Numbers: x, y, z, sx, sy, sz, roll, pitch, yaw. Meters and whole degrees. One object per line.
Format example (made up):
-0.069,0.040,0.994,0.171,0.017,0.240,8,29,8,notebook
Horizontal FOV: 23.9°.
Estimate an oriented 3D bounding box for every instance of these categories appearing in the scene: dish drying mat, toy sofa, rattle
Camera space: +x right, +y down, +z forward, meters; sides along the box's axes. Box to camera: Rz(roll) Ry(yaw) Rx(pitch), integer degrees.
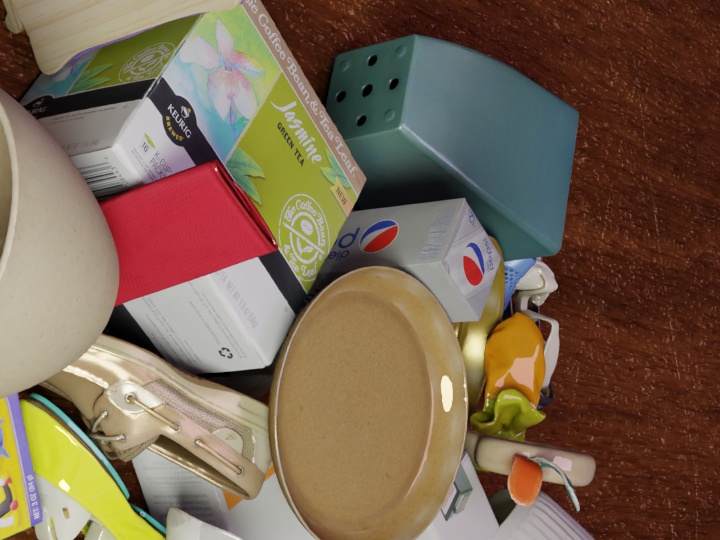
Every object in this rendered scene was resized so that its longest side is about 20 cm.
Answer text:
-0.155,-0.012,1.058,0.077,0.200,0.018,56,27,-33,dish drying mat
-0.141,-0.204,1.102,0.083,0.200,0.098,-40,111,-51,toy sofa
0.142,0.112,1.365,0.143,0.130,0.200,-62,172,-3,rattle

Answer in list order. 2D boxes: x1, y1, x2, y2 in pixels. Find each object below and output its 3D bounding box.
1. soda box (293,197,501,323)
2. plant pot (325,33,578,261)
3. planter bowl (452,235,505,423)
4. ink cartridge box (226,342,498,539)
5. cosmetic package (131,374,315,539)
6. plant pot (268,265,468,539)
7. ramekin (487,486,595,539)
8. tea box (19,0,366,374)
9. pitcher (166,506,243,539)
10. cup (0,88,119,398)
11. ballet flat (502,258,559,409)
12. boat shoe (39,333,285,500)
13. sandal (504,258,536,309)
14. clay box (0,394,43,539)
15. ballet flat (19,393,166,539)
0.000,0.000,1.273,0.068,0.200,0.064,55,44,-37,soda box
0.067,-0.109,1.445,0.200,0.141,0.142,33,59,-43,plant pot
0.045,0.059,1.409,0.200,0.083,0.201,-47,145,-49,planter bowl
-0.001,0.148,1.300,0.084,0.146,0.200,-52,127,-45,ink cartridge box
-0.088,0.187,1.234,0.101,0.071,0.200,-37,116,-51,cosmetic package
0.003,0.097,1.169,0.200,0.027,0.200,2,88,-48,plant pot
0.107,0.266,1.398,0.105,0.200,0.200,50,41,-2,ramekin
-0.123,-0.064,1.164,0.200,0.133,0.197,57,41,-33,tea box
-0.128,0.280,1.103,0.200,0.121,0.172,-55,137,-23,pitcher
-0.221,-0.006,0.964,0.143,0.200,0.201,23,66,-55,cup
0.156,0.037,1.609,0.073,0.073,0.200,4,81,-55,ballet flat
-0.147,0.091,1.107,0.200,0.071,0.065,23,69,-14,boat shoe
0.120,-0.011,1.544,0.079,0.087,0.200,23,74,-53,sandal
-0.279,0.123,0.989,0.200,0.048,0.115,-20,101,-55,clay box
-0.176,0.166,1.123,0.067,0.067,0.200,-52,130,-22,ballet flat
